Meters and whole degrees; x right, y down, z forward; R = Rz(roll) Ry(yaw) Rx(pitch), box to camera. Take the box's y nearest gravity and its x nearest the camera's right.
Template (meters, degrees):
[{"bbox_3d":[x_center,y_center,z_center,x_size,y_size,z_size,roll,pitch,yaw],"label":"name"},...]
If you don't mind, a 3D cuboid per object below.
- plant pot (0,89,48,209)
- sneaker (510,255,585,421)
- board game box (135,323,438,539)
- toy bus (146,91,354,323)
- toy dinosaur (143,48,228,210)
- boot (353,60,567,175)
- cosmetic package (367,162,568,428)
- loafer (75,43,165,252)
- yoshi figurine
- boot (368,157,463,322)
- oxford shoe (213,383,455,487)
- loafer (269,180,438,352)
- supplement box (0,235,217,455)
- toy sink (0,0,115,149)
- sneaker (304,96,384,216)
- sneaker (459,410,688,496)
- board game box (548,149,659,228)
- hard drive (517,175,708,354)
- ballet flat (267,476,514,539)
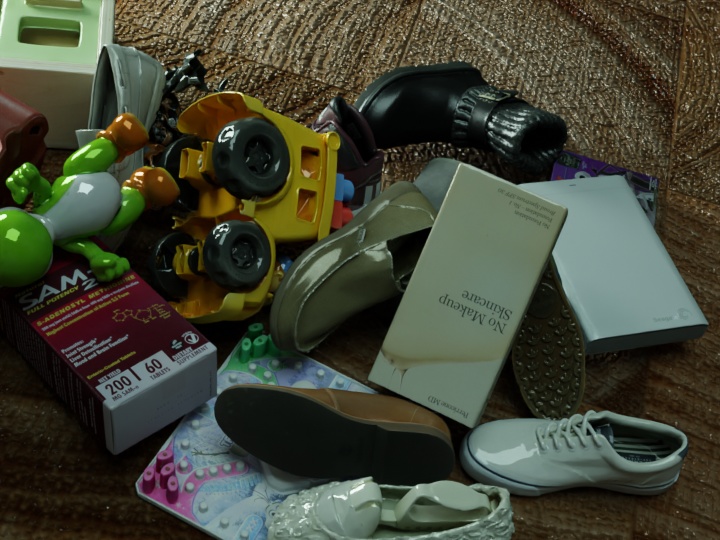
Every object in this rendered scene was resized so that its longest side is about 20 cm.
[{"bbox_3d":[-0.398,-0.112,1.080,0.194,0.201,0.201,25,47,-1],"label":"plant pot"},{"bbox_3d":[0.163,0.035,1.125,0.067,0.090,0.202,-15,92,9],"label":"sneaker"},{"bbox_3d":[-0.054,0.152,1.024,0.199,0.026,0.200,26,48,10],"label":"board game box"},{"bbox_3d":[-0.084,-0.042,1.120,0.191,0.135,0.202,13,77,-38],"label":"toy bus"},{"bbox_3d":[-0.197,-0.150,1.212,0.135,0.102,0.201,-31,66,15],"label":"toy dinosaur"},{"bbox_3d":[0.105,-0.151,1.280,0.210,0.080,0.158,-24,50,-36],"label":"boot"},{"bbox_3d":[0.093,0.022,1.043,0.103,0.073,0.201,22,89,10],"label":"cosmetic package"},{"bbox_3d":[-0.238,-0.113,1.138,0.070,0.070,0.202,20,74,-45],"label":"loafer"},{"bbox_3d":[-0.246,-0.043,1.010,0.200,0.112,0.112,-39,67,-23],"label":"yoshi figurine"},{"bbox_3d":[0.090,-0.016,1.191,0.181,0.073,0.200,36,44,16],"label":"boot"},{"bbox_3d":[-0.022,0.127,1.003,0.198,0.072,0.071,14,25,-5],"label":"oxford shoe"},{"bbox_3d":[0.000,0.000,1.076,0.067,0.076,0.200,31,69,35],"label":"loafer"},{"bbox_3d":[-0.222,0.053,1.034,0.108,0.061,0.200,-29,52,-33],"label":"supplement box"},{"bbox_3d":[-0.318,-0.234,1.250,0.129,0.113,0.201,3,48,-11],"label":"toy sink"},{"bbox_3d":[-0.054,-0.142,1.228,0.199,0.116,0.076,29,48,13],"label":"sneaker"},{"bbox_3d":[0.186,0.149,1.052,0.198,0.071,0.073,2,48,-9],"label":"sneaker"},{"bbox_3d":[0.246,-0.040,1.269,0.119,0.032,0.201,14,47,5],"label":"board game box"},{"bbox_3d":[0.243,-0.011,1.206,0.131,0.026,0.201,-6,51,-18],"label":"hard drive"},{"bbox_3d":[0.027,0.187,0.951,0.198,0.072,0.072,1,48,-11],"label":"ballet flat"}]
